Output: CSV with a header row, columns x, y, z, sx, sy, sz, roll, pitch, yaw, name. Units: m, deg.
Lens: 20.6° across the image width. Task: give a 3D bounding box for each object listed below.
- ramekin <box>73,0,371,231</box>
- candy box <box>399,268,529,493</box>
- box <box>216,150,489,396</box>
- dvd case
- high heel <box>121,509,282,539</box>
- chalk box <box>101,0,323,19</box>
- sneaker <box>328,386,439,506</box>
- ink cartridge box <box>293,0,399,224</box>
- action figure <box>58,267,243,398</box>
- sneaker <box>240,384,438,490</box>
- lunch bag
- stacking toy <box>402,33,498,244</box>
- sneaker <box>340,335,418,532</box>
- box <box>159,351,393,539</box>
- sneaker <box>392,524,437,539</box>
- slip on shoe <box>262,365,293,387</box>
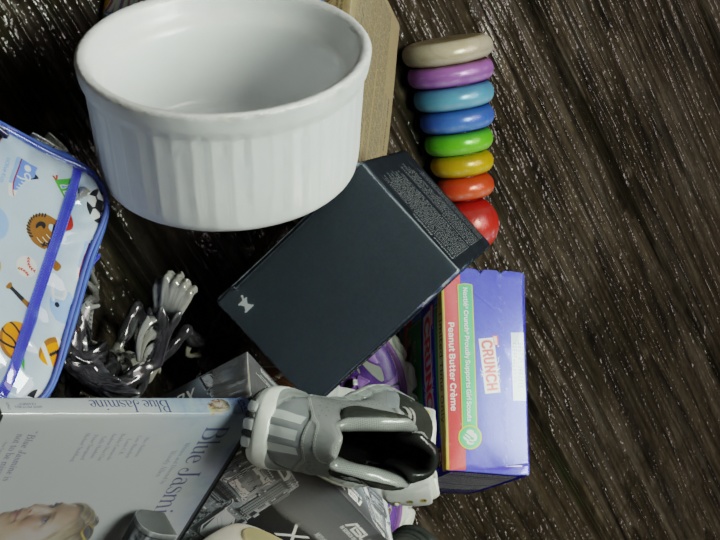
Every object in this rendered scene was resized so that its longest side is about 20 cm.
x,y,z,sx,sy,sz,roll,pitch,yaw,name
-0.092,-0.110,1.353,0.200,0.200,0.098,-46,144,-48,ramekin
0.084,0.098,1.679,0.077,0.200,0.169,2,79,-11,candy box
0.000,0.000,1.482,0.107,0.148,0.200,48,12,3,box
-0.179,0.138,1.320,0.200,0.143,0.018,3,42,-38,dvd case
-0.112,0.251,1.415,0.200,0.143,0.071,21,21,-31,high heel
-0.112,-0.203,1.516,0.125,0.124,0.200,26,63,-49,chalk box
0.002,0.182,1.544,0.074,0.115,0.200,-88,-169,-54,sneaker
-0.027,-0.150,1.625,0.165,0.075,0.200,59,34,-66,ink cartridge box
-0.170,0.041,1.404,0.200,0.119,0.102,-3,106,-64,action figure
0.018,0.123,1.360,0.200,0.115,0.075,4,95,-54,sneaker
-0.248,-0.007,1.294,0.160,0.076,0.200,29,58,-25,lunch bag
0.095,-0.116,1.834,0.085,0.085,0.200,-24,108,-54,stacking toy
-0.001,0.136,1.652,0.083,0.081,0.200,-4,87,-48,sneaker
-0.092,0.166,1.445,0.200,0.158,0.050,51,19,-37,box
0.013,0.281,1.566,0.099,0.071,0.200,-27,148,-45,sneaker
-0.085,0.129,1.553,0.061,0.076,0.200,-61,166,23,slip on shoe
